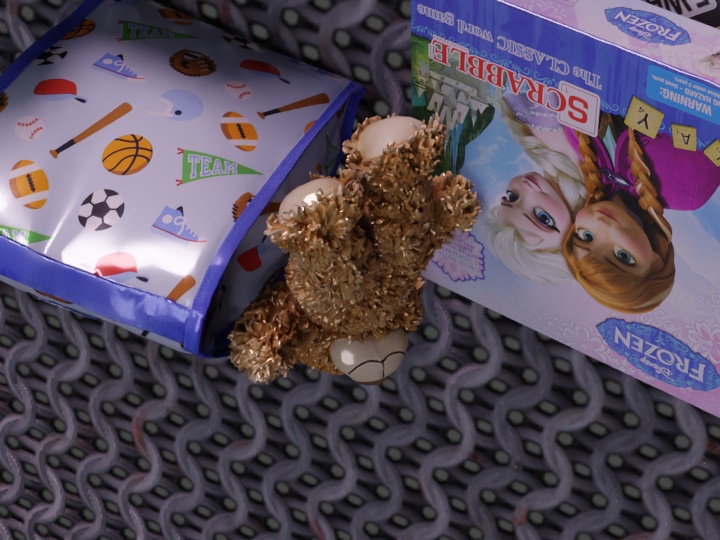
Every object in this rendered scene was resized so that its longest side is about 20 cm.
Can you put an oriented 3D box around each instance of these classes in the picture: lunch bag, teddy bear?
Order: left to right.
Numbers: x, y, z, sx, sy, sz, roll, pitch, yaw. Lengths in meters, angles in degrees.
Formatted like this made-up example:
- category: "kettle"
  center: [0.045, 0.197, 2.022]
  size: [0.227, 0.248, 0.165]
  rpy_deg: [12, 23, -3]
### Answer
- category: "lunch bag"
  center: [-0.115, -0.040, 1.030]
  size: [0.168, 0.200, 0.125]
  rpy_deg: [20, 125, 11]
- category: "teddy bear"
  center: [0.000, 0.000, 0.978]
  size: [0.067, 0.145, 0.201]
  rpy_deg: [40, 139, 17]

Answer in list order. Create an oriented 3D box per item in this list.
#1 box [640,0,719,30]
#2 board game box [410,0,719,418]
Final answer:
- category: "box"
  center: [0.214, -0.126, 0.921]
  size: [0.198, 0.050, 0.159]
  rpy_deg: [-16, 112, 32]
- category: "board game box"
  center: [0.115, -0.045, 0.971]
  size: [0.199, 0.041, 0.201]
  rpy_deg: [25, 139, 28]
